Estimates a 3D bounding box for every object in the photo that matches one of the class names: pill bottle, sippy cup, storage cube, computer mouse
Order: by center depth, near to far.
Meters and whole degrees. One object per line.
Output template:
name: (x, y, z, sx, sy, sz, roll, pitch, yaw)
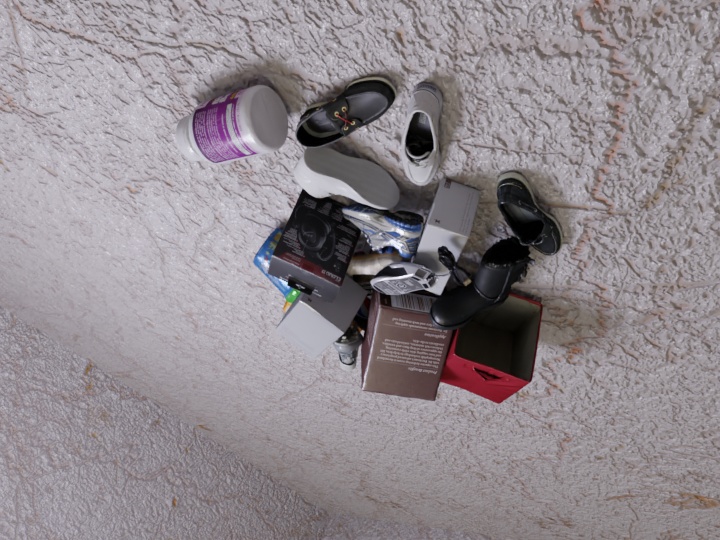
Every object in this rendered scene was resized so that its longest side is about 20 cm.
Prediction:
pill bottle: (-0.232, -0.251, 1.064, 0.196, 0.114, 0.113, -4, 140, 33)
computer mouse: (0.102, 0.002, 1.095, 0.196, 0.045, 0.109, -10, 150, 38)
storage cube: (0.267, 0.158, 1.290, 0.167, 0.204, 0.181, 19, 153, 0)
sippy cup: (-0.167, -0.020, 1.358, 0.129, 0.140, 0.179, 37, 120, -7)

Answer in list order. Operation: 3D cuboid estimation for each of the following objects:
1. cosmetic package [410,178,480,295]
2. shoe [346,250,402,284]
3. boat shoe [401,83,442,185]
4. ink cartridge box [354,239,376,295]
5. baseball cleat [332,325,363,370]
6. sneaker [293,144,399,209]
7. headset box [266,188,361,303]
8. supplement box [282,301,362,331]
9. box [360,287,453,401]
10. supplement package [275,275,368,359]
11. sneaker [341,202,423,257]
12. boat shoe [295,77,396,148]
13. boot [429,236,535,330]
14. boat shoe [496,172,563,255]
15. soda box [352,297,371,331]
cosmetic package: (0.151, -0.059, 1.121, 0.079, 0.115, 0.201, 20, 150, 2)
shoe: (0.000, 0.000, 1.269, 0.196, 0.055, 0.069, -10, 160, 36)
boat shoe: (0.098, -0.203, 0.983, 0.070, 0.067, 0.202, 16, 147, 7)
ink cartridge box: (0.025, 0.010, 1.368, 0.093, 0.038, 0.200, -7, 140, 37)
baseball cleat: (-0.024, 0.183, 1.378, 0.068, 0.110, 0.200, -2, -175, 4)
sneaker: (-0.030, -0.165, 1.125, 0.196, 0.075, 0.115, 25, 165, -17)
headset box: (-0.088, -0.045, 1.196, 0.146, 0.203, 0.078, 23, 148, -6)
supplement box: (-0.084, 0.093, 1.513, 0.196, 0.075, 0.126, 27, 148, -8)
box: (0.094, 0.139, 1.288, 0.161, 0.165, 0.205, 10, 112, -5)
supplement package: (-0.088, 0.090, 1.312, 0.116, 0.118, 0.200, 37, 148, -5)
sneaker: (0.032, -0.074, 1.136, 0.198, 0.076, 0.087, 24, 121, 44)
boat shoe: (-0.026, -0.253, 0.989, 0.198, 0.064, 0.074, -11, 133, 39)
boot: (0.228, 0.024, 1.139, 0.194, 0.074, 0.164, -20, 151, -19)
boat shoe: (0.293, -0.079, 1.049, 0.073, 0.067, 0.200, -7, 138, 36)
soda box: (-0.001, 0.092, 1.422, 0.199, 0.064, 0.071, 40, 171, -9)
